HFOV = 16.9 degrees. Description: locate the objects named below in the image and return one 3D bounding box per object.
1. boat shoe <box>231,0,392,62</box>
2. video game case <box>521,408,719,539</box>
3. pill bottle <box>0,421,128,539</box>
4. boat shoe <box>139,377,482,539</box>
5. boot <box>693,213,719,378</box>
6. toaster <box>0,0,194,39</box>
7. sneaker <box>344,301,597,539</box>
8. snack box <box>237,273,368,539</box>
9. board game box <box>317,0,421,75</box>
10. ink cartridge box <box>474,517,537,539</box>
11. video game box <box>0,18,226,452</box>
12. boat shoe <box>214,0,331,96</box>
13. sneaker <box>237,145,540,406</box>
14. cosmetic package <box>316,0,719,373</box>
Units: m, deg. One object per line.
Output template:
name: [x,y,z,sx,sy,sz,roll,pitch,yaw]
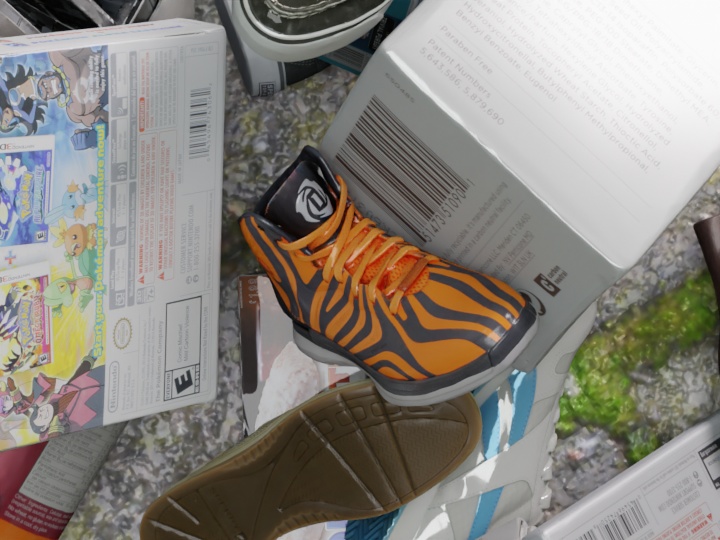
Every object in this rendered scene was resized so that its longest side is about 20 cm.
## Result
boat shoe: [0.018,-0.180,1.160,0.200,0.064,0.071,-42,84,-13]
video game case: [0.190,0.184,1.293,0.199,0.023,0.183,-26,88,-44]
pill bottle: [-0.171,0.053,1.319,0.109,0.110,0.201,31,90,1]
boat shoe: [-0.025,0.104,1.304,0.199,0.065,0.073,-27,98,15]
boot: [0.290,0.033,1.335,0.198,0.072,0.168,-8,79,-11]
toaster: [-0.200,-0.112,1.244,0.118,0.200,0.182,16,71,43]
sneaker: [0.074,0.092,1.340,0.081,0.076,0.201,36,85,-22]
snack box: [-0.029,0.102,1.359,0.071,0.024,0.202,-2,89,1]
board game box: [0.038,-0.216,1.281,0.047,0.151,0.201,23,76,0]
ink cartridge box: [0.038,0.247,1.288,0.199,0.084,0.145,-29,106,13]
video game box: [-0.149,-0.017,1.203,0.047,0.181,0.202,15,109,41]
boat shoe: [-0.065,-0.198,1.350,0.056,0.069,0.202,-18,94,-8]
sneaker: [0.000,0.000,1.230,0.078,0.199,0.112,-47,119,-24]
cosmetic package: [0.107,-0.089,1.259,0.165,0.165,0.200,42,66,3]
